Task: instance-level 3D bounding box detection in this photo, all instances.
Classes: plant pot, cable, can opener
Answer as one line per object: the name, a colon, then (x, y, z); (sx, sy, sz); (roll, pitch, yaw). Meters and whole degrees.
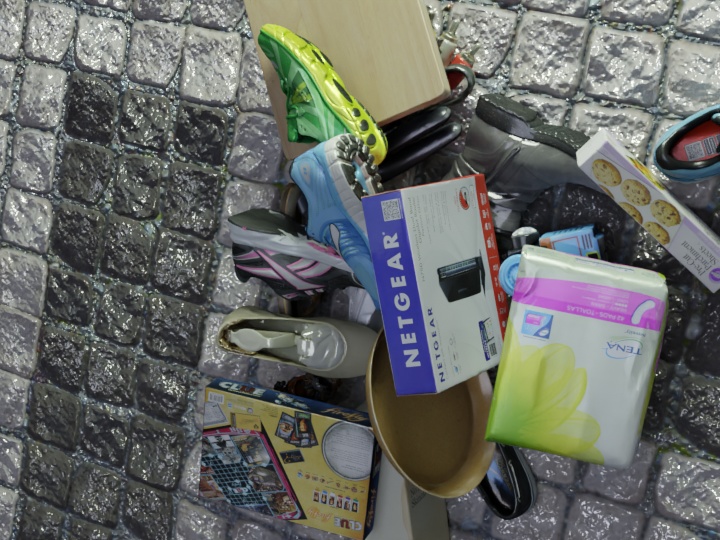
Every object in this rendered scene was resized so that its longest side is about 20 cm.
plant pot: (0.071, 0.138, 1.252); (0.027, 0.200, 0.201); (-21, 87, 41)
cable: (0.066, -0.183, 1.339); (0.097, 0.050, 0.200); (40, 121, 17)
can opener: (0.020, -0.116, 1.320); (0.199, 0.063, 0.079); (-27, 53, 8)

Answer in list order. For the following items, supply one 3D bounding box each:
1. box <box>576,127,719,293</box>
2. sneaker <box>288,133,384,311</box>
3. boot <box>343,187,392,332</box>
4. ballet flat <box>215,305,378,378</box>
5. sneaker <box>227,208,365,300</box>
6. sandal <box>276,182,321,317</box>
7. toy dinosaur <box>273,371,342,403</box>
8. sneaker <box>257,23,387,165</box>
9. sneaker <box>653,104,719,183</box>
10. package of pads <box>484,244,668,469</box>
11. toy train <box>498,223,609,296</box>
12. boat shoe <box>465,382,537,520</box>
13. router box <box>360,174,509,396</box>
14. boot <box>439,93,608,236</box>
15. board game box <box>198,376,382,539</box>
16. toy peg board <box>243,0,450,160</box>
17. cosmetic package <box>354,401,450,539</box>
box: (0.296, -0.059, 1.193); (0.200, 0.039, 0.041); (41, 114, -14)
sneaker: (-0.008, -0.044, 1.223); (0.090, 0.078, 0.201); (-10, 117, 32)
boot: (0.000, 0.000, 1.376); (0.095, 0.073, 0.201); (19, 96, 28)
ballet flat: (-0.071, 0.081, 1.331); (0.199, 0.069, 0.070); (7, 99, 23)
sneaker: (-0.053, -0.005, 1.330); (0.199, 0.080, 0.087); (18, 118, 22)
sandal: (-0.067, -0.001, 1.406); (0.054, 0.080, 0.201); (2, 94, 3)
toy dinosaur: (-0.091, 0.180, 1.411); (0.102, 0.136, 0.201); (34, 134, 17)
sneaker: (-0.055, -0.175, 1.243); (0.084, 0.074, 0.200); (-41, 72, 18)
sneaker: (0.376, -0.134, 1.157); (0.199, 0.090, 0.079); (-25, 85, 26)
package of pads: (0.218, 0.087, 1.199); (0.154, 0.068, 0.201); (12, 101, 7)
toy train: (0.217, 0.048, 1.267); (0.114, 0.087, 0.201); (-12, 93, 18)
boat shoe: (0.132, 0.184, 1.336); (0.069, 0.057, 0.201); (-34, 82, 25)
router box: (0.084, 0.011, 1.221); (0.049, 0.179, 0.201); (-8, 94, 33)
boot: (0.187, -0.092, 1.282); (0.200, 0.070, 0.132); (33, 116, 25)
board game box: (-0.077, 0.204, 1.310); (0.199, 0.035, 0.136); (12, 108, 17)
toy peg board: (-0.001, -0.243, 1.312); (0.198, 0.098, 0.201); (-20, 80, 27)
cosmetic package: (0.042, 0.247, 1.350); (0.073, 0.103, 0.201); (-2, 103, 26)
